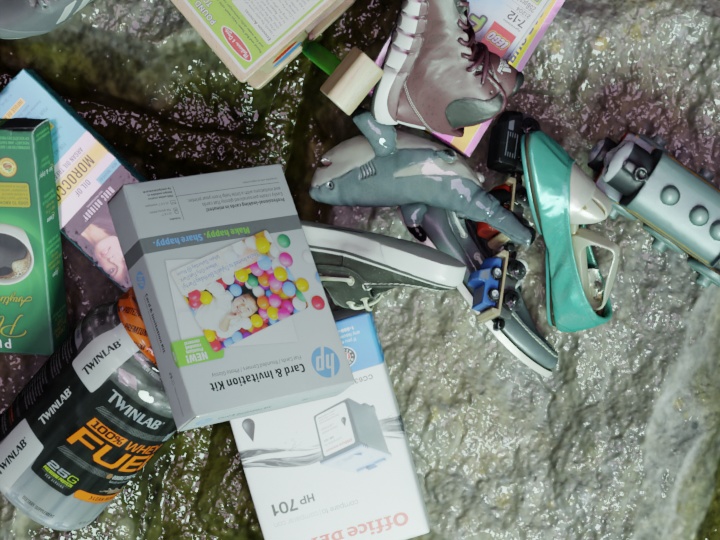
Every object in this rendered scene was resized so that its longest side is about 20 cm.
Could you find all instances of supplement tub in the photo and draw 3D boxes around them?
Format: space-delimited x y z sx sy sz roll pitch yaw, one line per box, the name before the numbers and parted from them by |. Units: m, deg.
supplement tub | -0.218 0.114 1.447 0.122 0.123 0.200 41 108 -5

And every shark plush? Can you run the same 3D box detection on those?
shark plush | 0.057 -0.064 1.462 0.198 0.091 0.084 24 87 6

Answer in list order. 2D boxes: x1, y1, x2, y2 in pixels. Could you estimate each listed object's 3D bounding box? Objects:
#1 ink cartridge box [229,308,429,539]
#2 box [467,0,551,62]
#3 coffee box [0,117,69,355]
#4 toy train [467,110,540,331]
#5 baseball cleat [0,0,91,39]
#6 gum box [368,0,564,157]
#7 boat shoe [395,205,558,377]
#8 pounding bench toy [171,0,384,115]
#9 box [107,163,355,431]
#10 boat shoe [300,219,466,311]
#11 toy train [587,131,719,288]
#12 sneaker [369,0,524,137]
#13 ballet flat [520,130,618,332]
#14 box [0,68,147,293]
ink cartridge box | -0.034 0.147 1.498 0.145 0.086 0.202 -16 94 -1
box | 0.070 -0.270 1.420 0.199 0.035 0.111 35 93 -3
coffee box | -0.318 -0.029 1.455 0.121 0.044 0.203 1 110 11
toy train | 0.122 -0.046 1.470 0.045 0.034 0.202 16 68 -20
baseball cleat | -0.237 -0.263 1.438 0.198 0.106 0.070 -28 83 -4
gum box | 0.096 -0.213 1.476 0.113 0.066 0.201 31 93 -4
boat shoe | 0.115 0.005 1.496 0.062 0.073 0.200 -40 91 6
pounding bench toy | -0.062 -0.211 1.420 0.124 0.156 0.200 -41 91 3
box | -0.106 0.018 1.400 0.154 0.041 0.202 -9 74 -34
boat shoe | 0.000 0.000 1.464 0.198 0.070 0.065 13 97 32
toy train | 0.286 -0.049 1.476 0.199 0.114 0.086 36 93 -5
sneaker | 0.086 -0.195 1.374 0.114 0.076 0.201 19 126 0
ballet flat | 0.186 -0.035 1.470 0.070 0.068 0.202 -1 123 19
box | -0.244 -0.076 1.484 0.200 0.049 0.082 44 93 -5
